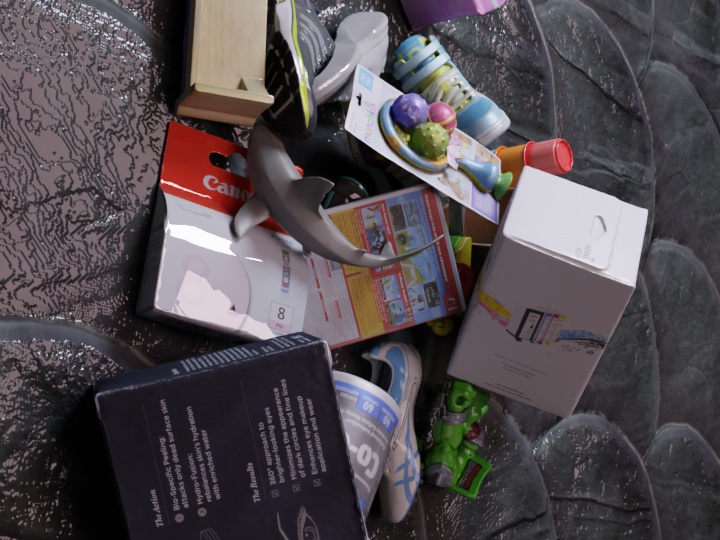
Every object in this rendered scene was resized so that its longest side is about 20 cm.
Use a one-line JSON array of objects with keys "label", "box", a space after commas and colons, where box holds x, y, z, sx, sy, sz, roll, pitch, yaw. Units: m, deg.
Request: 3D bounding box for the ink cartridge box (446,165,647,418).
[{"label": "ink cartridge box", "box": [0.199, 0.022, 1.340, 0.147, 0.144, 0.200, -66, 175, -52]}]

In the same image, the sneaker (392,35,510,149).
[{"label": "sneaker", "box": [0.096, -0.210, 1.464, 0.080, 0.200, 0.131, -37, 111, -3]}]

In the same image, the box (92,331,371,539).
[{"label": "box", "box": [-0.112, 0.171, 1.082, 0.200, 0.117, 0.197, -13, 95, -12]}]

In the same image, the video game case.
[{"label": "video game case", "box": [0.000, 0.000, 1.308, 0.200, 0.017, 0.143, -15, 98, -10]}]

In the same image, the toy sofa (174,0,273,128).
[{"label": "toy sofa", "box": [-0.137, -0.246, 1.243, 0.083, 0.098, 0.200, 7, 77, -26]}]

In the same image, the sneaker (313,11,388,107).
[{"label": "sneaker", "box": [-0.020, -0.208, 1.387, 0.200, 0.075, 0.089, -47, 138, -42]}]

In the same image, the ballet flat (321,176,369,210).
[{"label": "ballet flat", "box": [0.004, -0.017, 1.379, 0.068, 0.068, 0.200, -55, 132, -22]}]

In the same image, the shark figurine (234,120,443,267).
[{"label": "shark figurine", "box": [-0.031, -0.056, 1.216, 0.214, 0.089, 0.128, 38, 46, -9]}]

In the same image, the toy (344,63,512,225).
[{"label": "toy", "box": [0.081, -0.142, 1.319, 0.200, 0.047, 0.115, 33, 39, -22]}]

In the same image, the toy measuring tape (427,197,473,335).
[{"label": "toy measuring tape", "box": [0.088, -0.028, 1.369, 0.074, 0.074, 0.200, -4, 98, -52]}]

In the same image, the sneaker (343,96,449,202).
[{"label": "sneaker", "box": [0.047, -0.135, 1.395, 0.200, 0.090, 0.075, 52, 28, -57]}]

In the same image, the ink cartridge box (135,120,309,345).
[{"label": "ink cartridge box", "box": [-0.122, -0.033, 1.207, 0.162, 0.057, 0.200, 19, 73, -32]}]

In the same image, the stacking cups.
[{"label": "stacking cups", "box": [0.154, -0.113, 1.475, 0.060, 0.200, 0.061, 10, 77, -52]}]

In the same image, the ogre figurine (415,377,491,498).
[{"label": "ogre figurine", "box": [0.107, 0.191, 1.430, 0.098, 0.200, 0.120, 19, 80, -8]}]

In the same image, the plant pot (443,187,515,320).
[{"label": "plant pot", "box": [0.189, 0.024, 1.536, 0.187, 0.187, 0.200, -36, 127, -48]}]

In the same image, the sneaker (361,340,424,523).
[{"label": "sneaker", "box": [0.029, 0.178, 1.383, 0.072, 0.072, 0.200, 1, 86, -23]}]

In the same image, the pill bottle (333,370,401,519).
[{"label": "pill bottle", "box": [-0.041, 0.210, 1.242, 0.114, 0.114, 0.200, 49, 49, -35]}]

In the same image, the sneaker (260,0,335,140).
[{"label": "sneaker", "box": [-0.061, -0.215, 1.276, 0.081, 0.074, 0.200, 13, 53, -32]}]

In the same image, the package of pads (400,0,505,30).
[{"label": "package of pads", "box": [0.084, -0.393, 1.501, 0.076, 0.120, 0.200, -41, 116, -40]}]
